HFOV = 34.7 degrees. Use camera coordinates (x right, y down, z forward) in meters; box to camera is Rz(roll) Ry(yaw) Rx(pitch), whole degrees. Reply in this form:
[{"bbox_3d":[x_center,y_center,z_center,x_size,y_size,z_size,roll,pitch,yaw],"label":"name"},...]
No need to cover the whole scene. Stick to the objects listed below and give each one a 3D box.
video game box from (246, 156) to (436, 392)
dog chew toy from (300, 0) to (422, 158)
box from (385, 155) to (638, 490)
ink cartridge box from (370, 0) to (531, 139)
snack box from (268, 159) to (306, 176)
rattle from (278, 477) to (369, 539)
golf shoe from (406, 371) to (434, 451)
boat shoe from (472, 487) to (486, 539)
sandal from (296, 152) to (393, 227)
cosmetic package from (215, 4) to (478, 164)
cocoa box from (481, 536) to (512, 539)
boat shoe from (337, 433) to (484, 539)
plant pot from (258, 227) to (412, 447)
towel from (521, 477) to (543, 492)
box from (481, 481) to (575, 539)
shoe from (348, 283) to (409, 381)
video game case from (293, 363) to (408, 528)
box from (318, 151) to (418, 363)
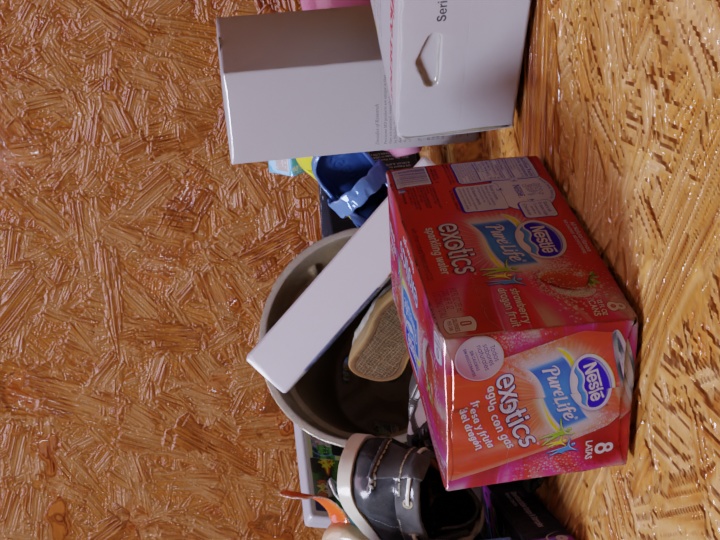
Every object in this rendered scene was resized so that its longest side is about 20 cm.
[{"bbox_3d":[0.000,0.000,0.919,0.047,0.200,0.182,42,-175,-2],"label":"video game box"},{"bbox_3d":[0.018,-0.202,1.037,0.125,0.123,0.202,-150,46,-85],"label":"dog chew toy"},{"bbox_3d":[0.076,0.020,0.647,0.201,0.098,0.096,-104,9,-60],"label":"box"},{"bbox_3d":[0.049,-0.210,0.761,0.146,0.086,0.202,88,176,-54],"label":"ink cartridge box"},{"bbox_3d":[-0.014,-0.174,1.127,0.037,0.199,0.118,12,116,41],"label":"snack box"},{"bbox_3d":[0.038,0.224,0.961,0.200,0.143,0.130,50,146,2],"label":"rattle"},{"bbox_3d":[0.064,0.088,0.834,0.200,0.077,0.096,105,158,-72],"label":"golf shoe"},{"bbox_3d":[0.075,0.201,0.989,0.200,0.066,0.074,-13,-83,-85],"label":"boat shoe"},{"bbox_3d":[0.017,-0.062,1.090,0.199,0.079,0.087,31,-159,-46],"label":"sandal"},{"bbox_3d":[-0.012,-0.154,0.916,0.108,0.198,0.086,-101,6,-53],"label":"cosmetic package"},{"bbox_3d":[0.045,0.287,0.784,0.201,0.132,0.132,88,176,-52],"label":"cocoa box"},{"bbox_3d":[0.054,0.179,0.803,0.200,0.067,0.072,54,-140,-45],"label":"boat shoe"},{"bbox_3d":[0.021,0.083,1.100,0.184,0.198,0.203,60,-159,-70],"label":"plant pot"},{"bbox_3d":[0.105,0.043,0.848,0.201,0.021,0.148,-105,10,-58],"label":"towel"},{"bbox_3d":[0.122,0.236,0.804,0.200,0.036,0.145,-146,50,-83],"label":"box"},{"bbox_3d":[0.040,0.031,0.922,0.200,0.069,0.054,133,156,-58],"label":"shoe"},{"bbox_3d":[0.020,0.181,1.184,0.201,0.180,0.022,-100,28,-44],"label":"video game case"},{"bbox_3d":[0.019,-0.009,1.311,0.198,0.116,0.201,88,173,-47],"label":"box"}]
